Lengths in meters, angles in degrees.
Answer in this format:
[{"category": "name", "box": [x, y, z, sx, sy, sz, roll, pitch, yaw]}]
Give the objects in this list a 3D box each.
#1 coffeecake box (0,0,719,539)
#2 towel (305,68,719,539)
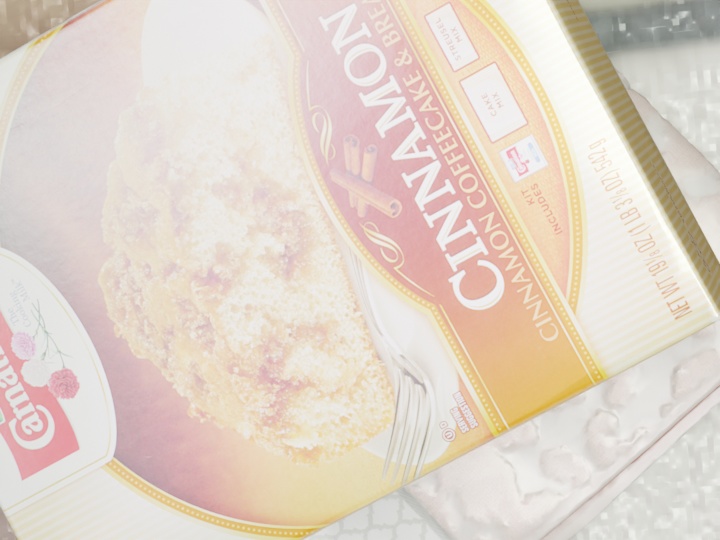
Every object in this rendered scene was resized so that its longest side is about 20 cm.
[{"category": "coffeecake box", "box": [-0.022, -0.012, 0.795, 0.199, 0.073, 0.154, -29, 91, 12]}, {"category": "towel", "box": [0.000, 0.000, 0.845, 0.191, 0.032, 0.200, -45, 87, 10]}]
